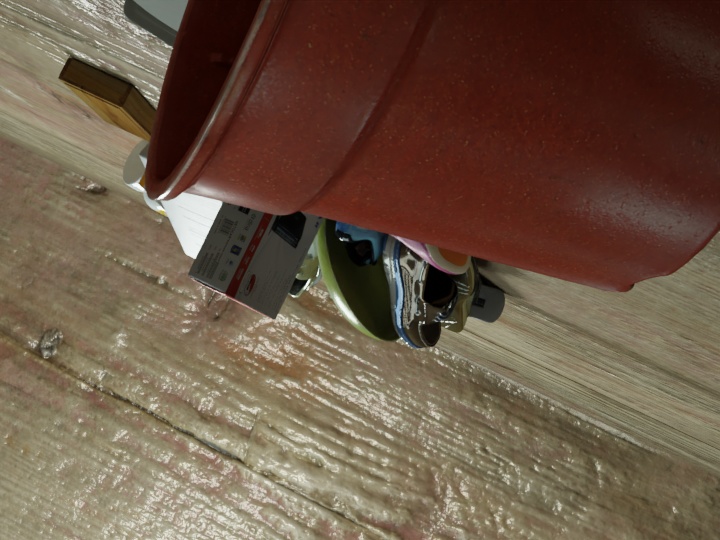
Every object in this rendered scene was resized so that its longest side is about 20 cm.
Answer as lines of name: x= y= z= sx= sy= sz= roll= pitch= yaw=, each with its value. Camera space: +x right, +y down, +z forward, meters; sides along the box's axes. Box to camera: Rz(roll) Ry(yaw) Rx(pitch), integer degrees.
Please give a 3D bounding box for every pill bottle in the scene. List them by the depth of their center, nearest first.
pill bottle: x=-0.276 y=-0.131 z=1.816 sx=0.200 sy=0.113 sz=0.113 roll=29 pitch=173 yaw=-37

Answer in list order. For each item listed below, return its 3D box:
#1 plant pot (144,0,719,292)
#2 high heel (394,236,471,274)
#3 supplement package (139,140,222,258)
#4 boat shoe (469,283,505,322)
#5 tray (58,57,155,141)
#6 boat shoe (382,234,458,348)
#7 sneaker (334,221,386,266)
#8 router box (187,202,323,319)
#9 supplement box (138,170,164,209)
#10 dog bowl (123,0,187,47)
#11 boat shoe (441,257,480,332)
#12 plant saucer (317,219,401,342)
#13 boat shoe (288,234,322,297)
plant pot: x=0.043 y=-0.089 z=0.439 sx=0.195 sy=0.201 sz=0.201 roll=20 pitch=177 yaw=-18
high heel: x=0.039 y=-0.058 z=1.239 sx=0.096 sy=0.067 sz=0.200 roll=3 pitch=154 yaw=47
supplement package: x=-0.157 y=-0.093 z=1.311 sx=0.109 sy=0.114 sz=0.200 roll=24 pitch=153 yaw=22
boat shoe: x=0.136 y=0.031 z=1.648 sx=0.065 sy=0.074 sz=0.200 roll=21 pitch=174 yaw=39
tray: x=-0.339 y=-0.230 z=1.572 sx=0.098 sy=0.037 sz=0.200 roll=25 pitch=175 yaw=8
boat shoe: x=0.080 y=0.032 z=1.407 sx=0.072 sy=0.072 sz=0.200 roll=13 pitch=144 yaw=28
sneaker: x=0.011 y=-0.047 z=1.410 sx=0.078 sy=0.090 sz=0.200 roll=23 pitch=174 yaw=25
router box: x=-0.095 y=-0.058 z=1.232 sx=0.049 sy=0.200 sz=0.179 roll=24 pitch=175 yaw=16
supplement box: x=-0.196 y=-0.090 z=1.580 sx=0.200 sy=0.074 sz=0.126 roll=43 pitch=-157 yaw=23
dog bowl: x=-0.094 y=-0.186 z=0.761 sx=0.200 sy=0.059 sz=0.200 roll=26 pitch=175 yaw=3
boat shoe: x=0.123 y=0.010 z=1.494 sx=0.073 sy=0.065 sz=0.200 roll=25 pitch=154 yaw=12
plant saucer: x=0.000 y=0.000 z=1.450 sx=0.031 sy=0.200 sz=0.200 roll=-21 pitch=149 yaw=27
boat shoe: x=-0.080 y=-0.020 z=1.523 sx=0.075 sy=0.068 sz=0.200 roll=27 pitch=161 yaw=15
